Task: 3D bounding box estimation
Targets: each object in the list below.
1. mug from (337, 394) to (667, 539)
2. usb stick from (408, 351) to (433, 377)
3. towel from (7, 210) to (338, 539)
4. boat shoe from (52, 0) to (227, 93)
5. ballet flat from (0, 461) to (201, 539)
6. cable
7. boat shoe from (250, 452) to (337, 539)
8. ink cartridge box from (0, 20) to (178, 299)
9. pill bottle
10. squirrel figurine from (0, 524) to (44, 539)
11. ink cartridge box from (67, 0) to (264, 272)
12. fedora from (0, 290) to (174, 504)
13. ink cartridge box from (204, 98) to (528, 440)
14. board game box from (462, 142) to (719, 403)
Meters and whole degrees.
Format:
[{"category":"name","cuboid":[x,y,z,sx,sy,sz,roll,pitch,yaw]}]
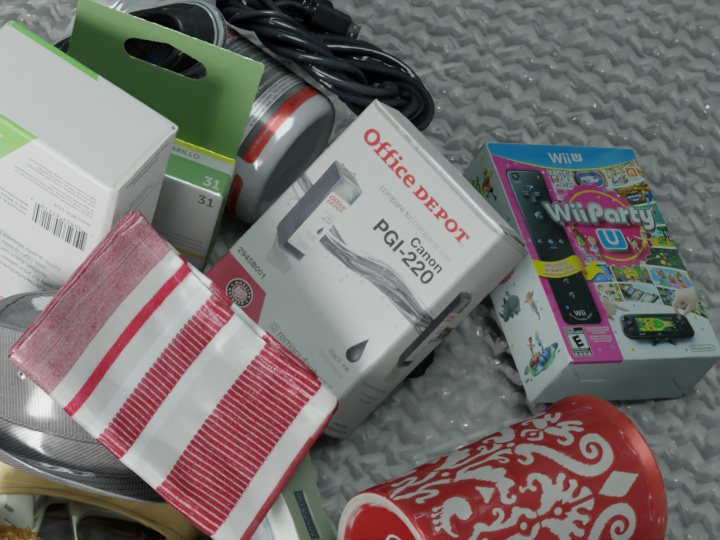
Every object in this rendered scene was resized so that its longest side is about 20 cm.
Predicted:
[{"category":"mug","cuboid":[0.106,0.183,1.513,0.199,0.134,0.177,-15,34,-36]},{"category":"usb stick","cuboid":[0.032,-0.007,1.715,0.055,0.033,0.201,6,54,-3]},{"category":"towel","cuboid":[-0.118,0.072,1.475,0.200,0.023,0.144,43,55,-9]},{"category":"boat shoe","cuboid":[-0.191,-0.153,1.648,0.057,0.199,0.069,-9,80,-61]},{"category":"ballet flat","cuboid":[-0.202,0.159,1.520,0.198,0.069,0.063,9,69,-8]},{"category":"cable","cuboid":[-0.029,-0.165,1.746,0.163,0.051,0.200,48,18,31]},{"category":"boat shoe","cuboid":[-0.069,0.161,1.536,0.070,0.071,0.202,9,56,-59]},{"category":"ink cartridge box","cuboid":[-0.225,-0.053,1.579,0.145,0.200,0.084,32,50,8]},{"category":"pill bottle","cuboid":[-0.128,-0.137,1.719,0.200,0.116,0.116,37,54,11]},{"category":"squirrel figurine","cuboid":[-0.208,0.229,1.425,0.186,0.142,0.200,-29,69,-38]},{"category":"ink cartridge box","cuboid":[-0.160,-0.091,1.624,0.145,0.200,0.048,20,50,-2]},{"category":"fedora","cuboid":[-0.189,0.074,1.522,0.199,0.091,0.177,20,19,12]},{"category":"ink cartridge box","cuboid":[0.000,0.000,1.612,0.200,0.085,0.146,-45,71,4]},{"category":"board game box","cuboid":[0.172,0.000,1.725,0.147,0.064,0.201,0,54,-31]}]
